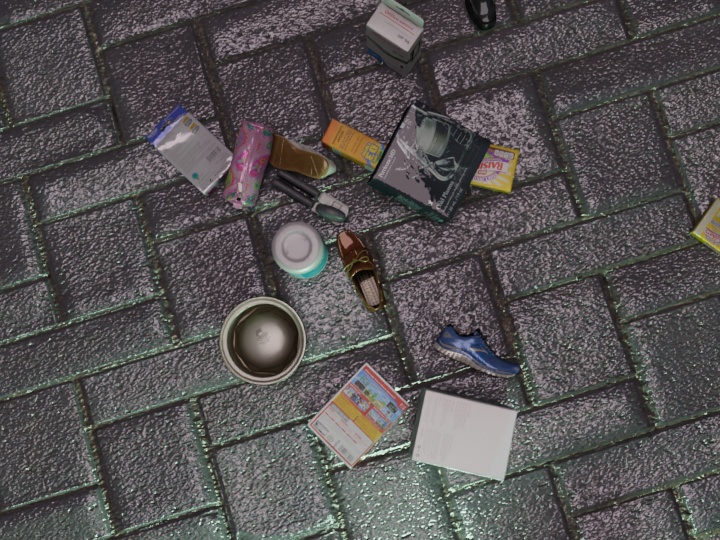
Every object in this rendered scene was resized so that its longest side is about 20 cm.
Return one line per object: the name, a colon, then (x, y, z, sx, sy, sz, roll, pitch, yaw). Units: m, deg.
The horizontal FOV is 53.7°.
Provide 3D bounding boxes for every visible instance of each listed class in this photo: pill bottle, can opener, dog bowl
pill bottle: (-0.130, -0.040, 1.582, 0.110, 0.200, 0.111, 0, 84, 3)
can opener: (-0.117, -0.174, 1.660, 0.200, 0.067, 0.053, 31, 86, 4)
dog bowl: (-0.218, 0.160, 1.630, 0.199, 0.074, 0.201, 0, 85, 2)

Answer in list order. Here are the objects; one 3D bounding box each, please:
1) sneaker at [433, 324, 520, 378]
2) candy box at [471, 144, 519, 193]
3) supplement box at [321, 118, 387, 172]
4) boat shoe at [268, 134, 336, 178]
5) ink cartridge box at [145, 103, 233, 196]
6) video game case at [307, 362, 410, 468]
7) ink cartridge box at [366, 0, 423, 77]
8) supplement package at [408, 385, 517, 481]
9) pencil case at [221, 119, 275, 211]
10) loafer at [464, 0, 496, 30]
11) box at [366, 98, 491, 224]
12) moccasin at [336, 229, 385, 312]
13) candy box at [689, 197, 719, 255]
sneaker: (0.272, 0.181, 1.611, 0.199, 0.079, 0.089, 24, 88, 4)
candy box: (0.264, -0.251, 1.669, 0.199, 0.026, 0.103, 12, 89, 3)
supplement box: (0.010, -0.279, 1.667, 0.199, 0.069, 0.067, 27, 89, 1)
boat shoe: (-0.147, -0.263, 1.673, 0.199, 0.069, 0.071, 28, 107, 23)
ink cartridge box: (-0.398, -0.286, 1.693, 0.200, 0.042, 0.119, 43, 86, 2)
video game case: (-0.005, 0.332, 1.636, 0.143, 0.017, 0.200, 44, 88, 5)
ink cartridge box: (0.077, -0.531, 1.620, 0.116, 0.200, 0.068, 34, 86, 5)
supplement package: (0.220, 0.351, 1.560, 0.199, 0.151, 0.153, 12, 85, 3)
pencil case: (-0.260, -0.243, 1.647, 0.087, 0.087, 0.201, 18, 97, 3)
loafer: (0.278, -0.673, 1.692, 0.068, 0.070, 0.201, -14, 85, 1)
box: (0.149, -0.237, 1.577, 0.196, 0.124, 0.201, 28, 88, -4)
moccasin: (-0.002, 0.001, 1.635, 0.073, 0.078, 0.202, -18, 85, 0)
candy box: (0.873, -0.068, 1.641, 0.200, 0.026, 0.102, 37, 89, 5)
